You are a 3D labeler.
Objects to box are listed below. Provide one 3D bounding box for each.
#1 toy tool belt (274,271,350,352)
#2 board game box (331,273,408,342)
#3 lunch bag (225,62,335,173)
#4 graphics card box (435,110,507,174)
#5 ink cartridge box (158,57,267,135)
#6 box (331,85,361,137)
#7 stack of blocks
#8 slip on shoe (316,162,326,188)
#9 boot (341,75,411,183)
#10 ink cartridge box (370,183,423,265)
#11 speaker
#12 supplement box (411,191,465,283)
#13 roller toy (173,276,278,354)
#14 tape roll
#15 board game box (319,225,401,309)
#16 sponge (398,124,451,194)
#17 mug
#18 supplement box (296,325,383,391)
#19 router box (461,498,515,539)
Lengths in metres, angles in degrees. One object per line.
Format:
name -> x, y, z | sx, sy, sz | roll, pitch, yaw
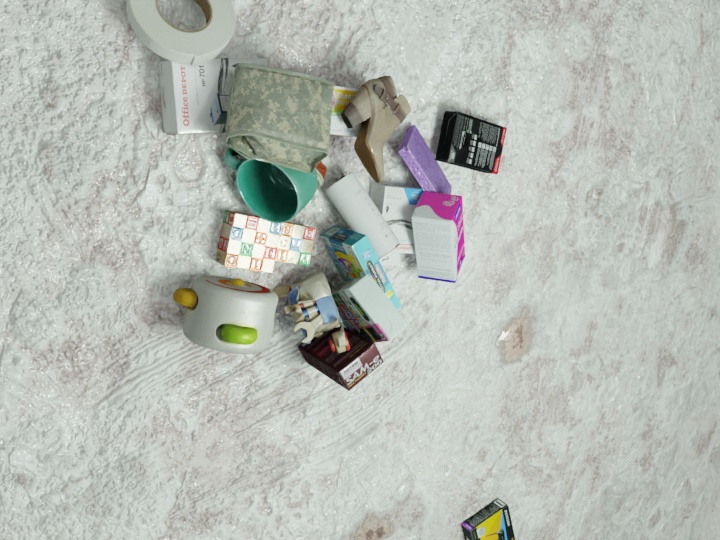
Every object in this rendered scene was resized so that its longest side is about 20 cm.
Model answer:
toy tool belt -> -0.111, 0.107, 1.584 | 0.123, 0.200, 0.125 | -19, 156, -7
board game box -> 0.009, 0.092, 1.614 | 0.064, 0.200, 0.148 | -39, 95, -19
lunch bag -> -0.163, -0.296, 1.367 | 0.200, 0.118, 0.164 | 12, 70, -22
graphics card box -> 0.281, -0.320, 1.788 | 0.200, 0.051, 0.126 | 4, 100, -43
ink cartridge box -> -0.290, -0.349, 1.422 | 0.200, 0.086, 0.147 | -10, 106, -31
box -> -0.044, -0.348, 1.558 | 0.200, 0.112, 0.102 | 0, 102, -30
stack of blocks -> -0.206, -0.056, 1.555 | 0.200, 0.059, 0.115 | 9, 96, -33
slip on shoe -> -0.144, -0.267, 1.547 | 0.200, 0.074, 0.061 | 48, 48, -28
boot -> 0.049, -0.308, 1.518 | 0.146, 0.070, 0.200 | -38, 122, -19
ink cartridge box -> 0.079, -0.104, 1.716 | 0.116, 0.067, 0.200 | 0, 101, -33
speaker -> 0.005, -0.124, 1.619 | 0.081, 0.081, 0.200 | -36, 95, -20
supplement box -> 0.190, -0.079, 1.715 | 0.200, 0.103, 0.101 | 77, 29, -43
roller toy -> -0.270, 0.084, 1.476 | 0.182, 0.200, 0.140 | -1, 105, -68
tape roll -> -0.337, -0.487, 1.339 | 0.202, 0.037, 0.203 | 9, 71, -25
board game box -> 0.000, 0.000, 1.641 | 0.047, 0.151, 0.200 | -37, 117, -19
sponge -> 0.160, -0.245, 1.721 | 0.200, 0.030, 0.112 | 53, 33, -28
mug -> -0.175, -0.205, 1.486 | 0.185, 0.152, 0.114 | 58, 42, -18
supplement box -> -0.049, 0.189, 1.623 | 0.109, 0.200, 0.061 | -37, 119, -19
router box -> 0.389, 0.807, 2.125 | 0.149, 0.051, 0.200 | -25, 113, -23
